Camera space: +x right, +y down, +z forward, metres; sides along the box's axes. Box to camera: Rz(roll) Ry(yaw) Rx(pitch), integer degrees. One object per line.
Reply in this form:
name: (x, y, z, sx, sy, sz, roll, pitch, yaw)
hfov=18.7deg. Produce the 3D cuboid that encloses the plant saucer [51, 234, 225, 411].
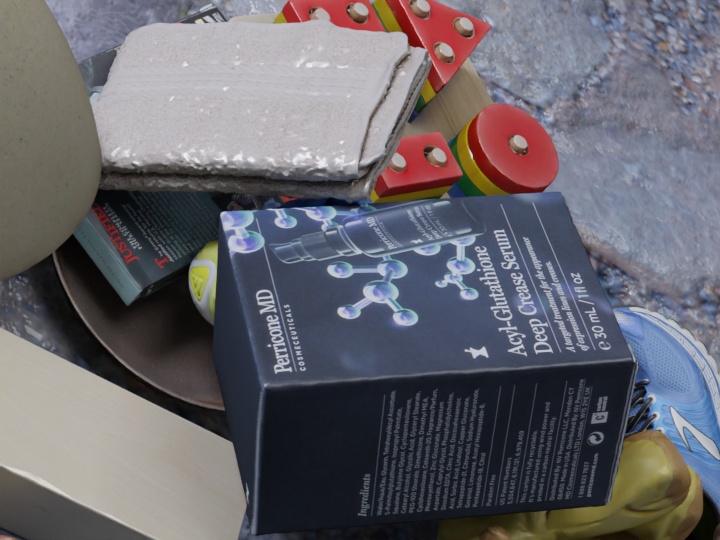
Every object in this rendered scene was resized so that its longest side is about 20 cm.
plant saucer: (-0.102, 0.002, 1.311, 0.199, 0.032, 0.201, 20, 49, -24)

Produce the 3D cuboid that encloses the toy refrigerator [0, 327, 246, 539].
toy refrigerator: (-0.161, 0.101, 1.167, 0.199, 0.070, 0.076, 27, 53, -18)

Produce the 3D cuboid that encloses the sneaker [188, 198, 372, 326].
sneaker: (0.000, 0.000, 1.289, 0.199, 0.105, 0.076, -1, 64, -44)

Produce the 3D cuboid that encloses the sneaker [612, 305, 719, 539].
sneaker: (0.200, 0.113, 1.426, 0.089, 0.079, 0.201, -14, 68, -45)

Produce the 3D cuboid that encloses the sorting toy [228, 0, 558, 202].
sorting toy: (0.035, -0.105, 1.468, 0.198, 0.070, 0.201, -11, 66, -42)

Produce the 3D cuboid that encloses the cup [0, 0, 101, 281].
cup: (-0.238, -0.107, 1.154, 0.198, 0.144, 0.201, 3, 45, -3)

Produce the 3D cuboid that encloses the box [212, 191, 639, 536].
box: (0.028, 0.047, 1.173, 0.198, 0.108, 0.149, -4, 39, -12)

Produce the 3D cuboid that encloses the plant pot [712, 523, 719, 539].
plant pot: (0.203, 0.249, 1.280, 0.092, 0.201, 0.202, -6, 55, 2)

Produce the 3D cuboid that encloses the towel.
towel: (-0.066, -0.093, 1.247, 0.198, 0.035, 0.133, 2, 41, 19)

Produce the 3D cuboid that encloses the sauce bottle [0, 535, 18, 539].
sauce bottle: (-0.249, 0.172, 1.046, 0.199, 0.066, 0.066, -5, 62, -42)

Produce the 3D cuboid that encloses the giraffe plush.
giraffe plush: (0.082, 0.117, 1.289, 0.199, 0.173, 0.163, -14, 56, -24)

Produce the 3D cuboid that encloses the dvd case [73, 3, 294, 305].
dvd case: (-0.113, -0.075, 1.324, 0.146, 0.022, 0.200, 52, 42, 7)
